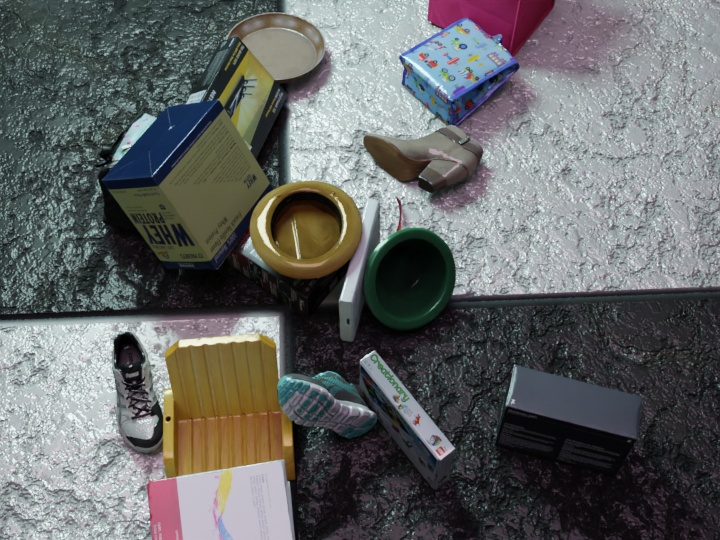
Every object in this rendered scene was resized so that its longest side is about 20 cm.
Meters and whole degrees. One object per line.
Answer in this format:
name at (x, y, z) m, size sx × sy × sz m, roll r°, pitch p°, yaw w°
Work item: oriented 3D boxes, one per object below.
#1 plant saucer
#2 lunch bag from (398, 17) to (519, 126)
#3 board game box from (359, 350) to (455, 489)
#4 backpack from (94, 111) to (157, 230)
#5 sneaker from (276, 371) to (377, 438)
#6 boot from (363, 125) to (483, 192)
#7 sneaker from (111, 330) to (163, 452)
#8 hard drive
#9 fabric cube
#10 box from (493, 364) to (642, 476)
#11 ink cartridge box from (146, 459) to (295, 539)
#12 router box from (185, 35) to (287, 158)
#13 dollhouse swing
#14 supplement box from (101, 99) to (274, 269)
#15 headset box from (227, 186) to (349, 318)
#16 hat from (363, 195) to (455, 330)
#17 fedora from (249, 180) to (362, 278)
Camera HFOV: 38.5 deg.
plant saucer at (-0.168, -0.434, 2.037) m, size 0.198 × 0.035 × 0.202 m, roll 2°, pitch 51°, yaw -3°
lunch bag at (0.197, -0.398, 1.982) m, size 0.199 × 0.094 × 0.151 m, roll -38°, pitch 66°, yaw -14°
board game box at (0.068, 0.232, 1.588) m, size 0.034 × 0.127 × 0.200 m, roll -32°, pitch 64°, yaw -18°
backpack at (-0.380, -0.183, 1.833) m, size 0.125 × 0.168 × 0.201 m, roll 19°, pitch 48°, yaw 3°
sneaker at (-0.062, 0.193, 1.599) m, size 0.077 × 0.199 × 0.092 m, roll -41°, pitch 46°, yaw 17°
boot at (0.123, -0.225, 1.910) m, size 0.199 × 0.071 × 0.146 m, roll 38°, pitch 59°, yaw 19°
sneaker at (-0.361, 0.189, 1.633) m, size 0.075 × 0.088 × 0.202 m, roll -16°, pitch 61°, yaw -12°
hard drive at (0.000, 0.000, 1.725) m, size 0.026 × 0.132 × 0.202 m, roll 10°, pitch 59°, yaw 7°
fabric cube at (0.270, -0.581, 2.044) m, size 0.198 × 0.201 × 0.197 m, roll 31°, pitch 62°, yaw 17°
box at (0.316, 0.232, 1.583) m, size 0.198 × 0.142 × 0.080 m, roll 14°, pitch 59°, yaw 7°
ink cartridge box at (-0.192, 0.369, 1.480) m, size 0.197 × 0.146 × 0.146 m, roll -9°, pitch 69°, yaw -5°
router box at (-0.232, -0.301, 1.894) m, size 0.052 × 0.157 × 0.202 m, roll -7°, pitch 50°, yaw 40°
dollhouse swing at (-0.203, 0.221, 1.564) m, size 0.197 × 0.177 × 0.184 m, roll -4°, pitch 58°, yaw -4°
supplement box at (-0.283, -0.141, 1.727) m, size 0.133 × 0.201 × 0.201 m, roll 1°, pitch 45°, yaw 40°
headset box at (-0.125, -0.037, 1.780) m, size 0.199 × 0.078 × 0.149 m, roll 34°, pitch 64°, yaw 17°
hat at (0.060, -0.002, 1.786) m, size 0.199 × 0.176 × 0.167 m, roll -35°, pitch 109°, yaw -17°
fedora at (-0.088, -0.054, 1.699) m, size 0.198 × 0.082 × 0.202 m, roll 0°, pitch 54°, yaw 0°
